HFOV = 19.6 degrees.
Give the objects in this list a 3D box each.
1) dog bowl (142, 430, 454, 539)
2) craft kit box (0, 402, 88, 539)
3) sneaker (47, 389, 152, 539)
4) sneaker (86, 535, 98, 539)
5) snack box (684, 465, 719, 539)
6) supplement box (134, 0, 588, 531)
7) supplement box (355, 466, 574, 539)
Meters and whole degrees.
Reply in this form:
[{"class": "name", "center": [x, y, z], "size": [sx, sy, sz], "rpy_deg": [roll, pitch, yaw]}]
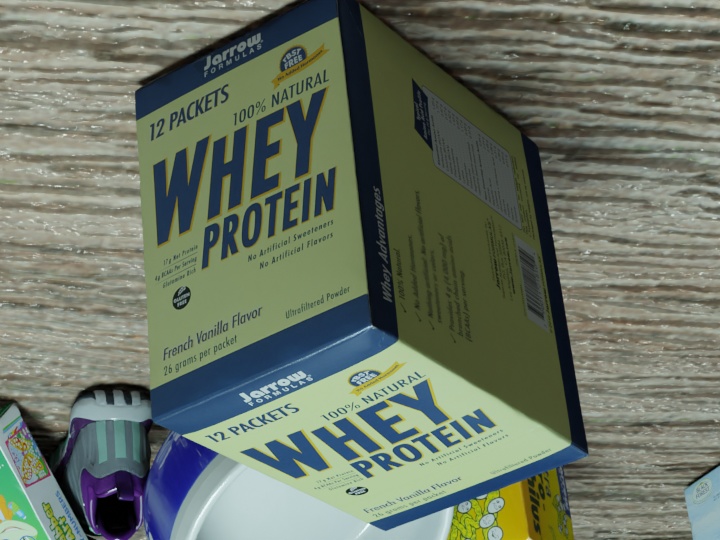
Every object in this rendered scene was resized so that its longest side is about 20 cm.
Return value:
[{"class": "dog bowl", "center": [-0.042, 0.159, 1.393], "size": [0.199, 0.079, 0.201], "rpy_deg": [-14, 125, -21]}, {"class": "craft kit box", "center": [-0.281, 0.211, 1.448], "size": [0.199, 0.049, 0.198], "rpy_deg": [-21, 108, 24]}, {"class": "sneaker", "center": [-0.182, 0.161, 1.454], "size": [0.074, 0.088, 0.200], "rpy_deg": [-1, 151, -10]}, {"class": "sneaker", "center": [-0.254, 0.210, 1.493], "size": [0.199, 0.077, 0.076], "rpy_deg": [23, 165, -6]}, {"class": "snack box", "center": [0.381, 0.175, 1.614], "size": [0.199, 0.068, 0.169], "rpy_deg": [9, 148, -27]}, {"class": "supplement box", "center": [0.000, 0.000, 1.082], "size": [0.134, 0.201, 0.200], "rpy_deg": [-24, 146, 27]}, {"class": "supplement box", "center": [0.046, 0.187, 1.526], "size": [0.199, 0.109, 0.109], "rpy_deg": [-18, 150, 20]}]
